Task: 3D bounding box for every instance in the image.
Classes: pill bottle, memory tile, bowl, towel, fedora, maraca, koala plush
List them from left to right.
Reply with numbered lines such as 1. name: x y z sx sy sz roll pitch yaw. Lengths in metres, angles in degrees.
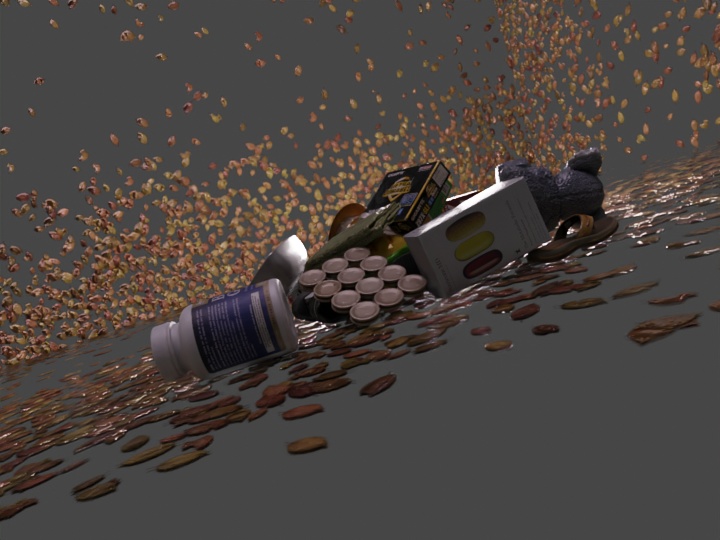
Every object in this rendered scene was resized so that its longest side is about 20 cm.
1. pill bottle: -0.198 0.093 0.925 0.196 0.114 0.111 -17 5 -2
2. bowl: -0.195 0.030 1.431 0.201 0.074 0.200 -53 1 20
3. towel: -0.013 -0.061 1.225 0.198 0.037 0.148 -28 10 32
4. memory tile: 0.000 0.022 1.052 0.152 0.017 0.199 -28 36 -28
5. fedora: 0.003 -0.063 1.542 0.081 0.206 0.199 4 18 41
6. maraca: 0.059 -0.019 1.197 0.198 0.108 0.137 -34 0 29
7. koala plush: 0.356 -0.132 1.165 0.195 0.182 0.184 -5 0 11

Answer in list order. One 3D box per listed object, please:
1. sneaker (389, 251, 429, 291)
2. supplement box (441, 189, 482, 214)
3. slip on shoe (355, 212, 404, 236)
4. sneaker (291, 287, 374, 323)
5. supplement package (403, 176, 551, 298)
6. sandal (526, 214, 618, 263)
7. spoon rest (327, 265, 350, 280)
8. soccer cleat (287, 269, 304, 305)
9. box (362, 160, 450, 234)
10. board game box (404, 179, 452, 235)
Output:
1. sneaker: 0.141 -0.004 1.132 0.195 0.076 0.089 -13 -8 -8
2. supplement box: 0.188 -0.098 1.577 0.195 0.136 0.198 -20 6 -37
3. slip on shoe: 0.072 -0.048 1.355 0.061 0.198 0.076 -57 -1 -19
4. sneaker: -0.064 0.058 1.112 0.197 0.068 0.090 -11 5 39
5. supplement package: 0.187 -0.053 1.033 0.197 0.115 0.109 -29 6 -6
6. sandal: 0.355 -0.063 1.054 0.197 0.055 0.080 -20 5 -24
7. spoon rest: 0.000 0.000 1.311 0.196 0.101 0.061 -23 28 7
8. soccer cleat: -0.116 0.037 1.422 0.067 0.087 0.199 -19 5 -26
9. box: 0.092 -0.157 1.404 0.198 0.049 0.162 0 57 58
10. board game box: 0.106 -0.127 1.444 0.198 0.040 0.155 -13 45 52
